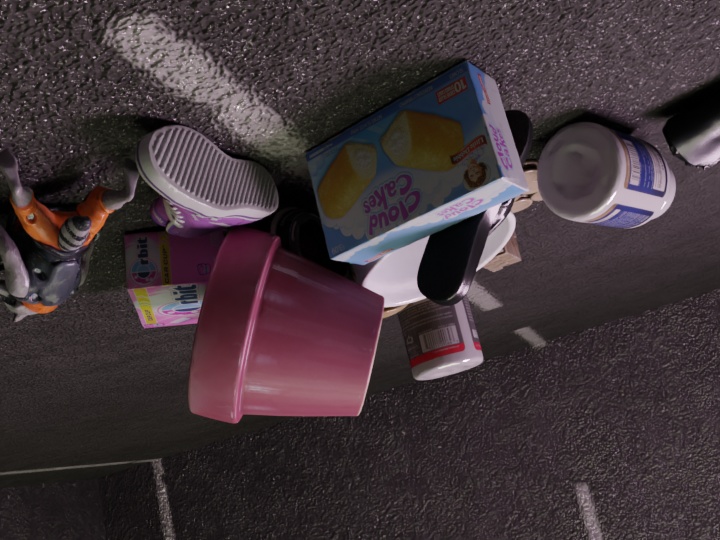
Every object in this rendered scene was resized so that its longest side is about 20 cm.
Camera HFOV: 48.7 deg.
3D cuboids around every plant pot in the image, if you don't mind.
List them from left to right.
[{"bbox_3d":[-0.072,0.071,0.847,0.174,0.205,0.200,13,163,-1],"label":"plant pot"}]

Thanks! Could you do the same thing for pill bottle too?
[{"bbox_3d":[0.107,0.051,1.182,0.108,0.205,0.111,-12,165,-3],"label":"pill bottle"},{"bbox_3d":[0.309,-0.111,0.973,0.110,0.114,0.197,-26,161,39],"label":"pill bottle"}]

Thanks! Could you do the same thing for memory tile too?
[{"bbox_3d":[0.173,-0.093,1.093,0.197,0.017,0.152,-23,163,30],"label":"memory tile"}]

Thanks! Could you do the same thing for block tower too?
[{"bbox_3d":[0.175,-0.043,1.135,0.057,0.055,0.199,-20,165,23],"label":"block tower"}]

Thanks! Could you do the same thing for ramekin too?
[{"bbox_3d":[0.071,-0.051,0.921,0.196,0.099,0.202,-21,157,-9],"label":"ramekin"}]

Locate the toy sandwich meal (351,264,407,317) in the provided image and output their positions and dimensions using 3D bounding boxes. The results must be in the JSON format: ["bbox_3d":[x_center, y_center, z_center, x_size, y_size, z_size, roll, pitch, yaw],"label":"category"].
[{"bbox_3d":[0.000,0.000,1.083,0.199,0.072,0.206,0,-154,0],"label":"toy sandwich meal"}]

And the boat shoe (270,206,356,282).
[{"bbox_3d":[-0.036,0.017,0.943,0.072,0.203,0.067,-41,-155,-28],"label":"boat shoe"}]

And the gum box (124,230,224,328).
[{"bbox_3d":[-0.221,0.015,0.979,0.110,0.068,0.200,-6,164,-11],"label":"gum box"}]

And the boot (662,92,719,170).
[{"bbox_3d":[0.421,-0.180,0.895,0.166,0.078,0.198,-30,165,35],"label":"boot"}]

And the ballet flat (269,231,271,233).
[{"bbox_3d":[-0.059,-0.039,0.996,0.196,0.076,0.065,-12,134,-29],"label":"ballet flat"}]

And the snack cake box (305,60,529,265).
[{"bbox_3d":[0.049,-0.095,0.768,0.197,0.118,0.067,-24,162,31],"label":"snack cake box"}]

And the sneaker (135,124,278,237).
[{"bbox_3d":[-0.169,-0.068,0.748,0.112,0.075,0.200,-16,165,19],"label":"sneaker"}]

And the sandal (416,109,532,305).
[{"bbox_3d":[0.115,-0.062,0.792,0.075,0.204,0.048,26,-177,41],"label":"sandal"}]

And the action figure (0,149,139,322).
[{"bbox_3d":[-0.302,-0.019,0.716,0.197,0.106,0.194,-16,153,-41],"label":"action figure"}]
